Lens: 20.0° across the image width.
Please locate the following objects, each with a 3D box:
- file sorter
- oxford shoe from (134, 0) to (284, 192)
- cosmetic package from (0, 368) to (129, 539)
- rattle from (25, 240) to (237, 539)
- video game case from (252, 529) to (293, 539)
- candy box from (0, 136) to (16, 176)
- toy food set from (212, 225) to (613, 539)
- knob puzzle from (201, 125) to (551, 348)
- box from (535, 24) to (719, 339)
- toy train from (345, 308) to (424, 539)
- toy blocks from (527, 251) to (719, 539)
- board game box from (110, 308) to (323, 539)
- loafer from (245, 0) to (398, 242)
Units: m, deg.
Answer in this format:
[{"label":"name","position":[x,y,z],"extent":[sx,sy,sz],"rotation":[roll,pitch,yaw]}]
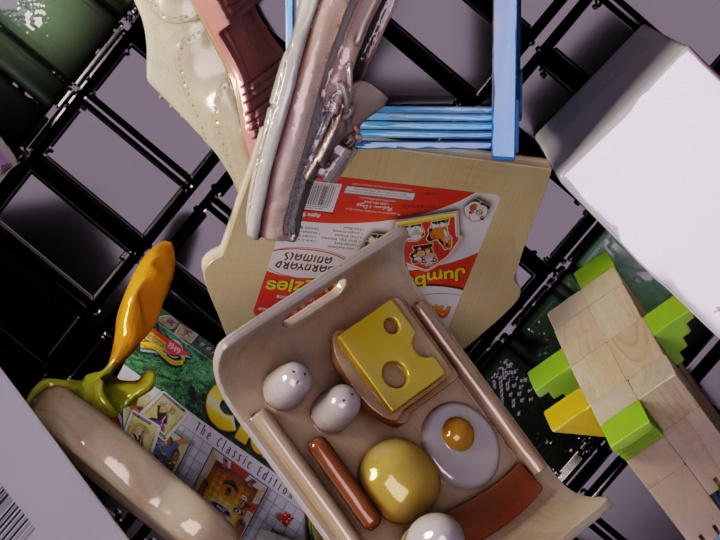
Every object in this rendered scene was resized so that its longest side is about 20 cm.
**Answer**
[{"label":"file sorter","position":[0.030,-0.143,1.130],"extent":[0.122,0.200,0.140],"rotation":[2,100,5]},{"label":"oxford shoe","position":[-0.082,-0.108,1.214],"extent":[0.073,0.071,0.201],"rotation":[-12,101,29]},{"label":"cosmetic package","position":[-0.263,0.119,1.141],"extent":[0.123,0.199,0.200],"rotation":[-51,128,-28]},{"label":"rattle","position":[-0.085,0.103,1.165],"extent":[0.199,0.131,0.143],"rotation":[31,59,27]},{"label":"video game case","position":[-0.011,0.273,1.204],"extent":[0.181,0.023,0.201],"rotation":[21,102,-4]},{"label":"candy box","position":[-0.334,-0.079,1.213],"extent":[0.199,0.072,0.168],"rotation":[-31,98,7]},{"label":"toy food set","position":[0.030,0.088,1.125],"extent":[0.143,0.060,0.201],"rotation":[-33,84,-30]},{"label":"knob puzzle","position":[0.000,0.000,1.209],"extent":[0.218,0.031,0.221],"rotation":[-8,132,-9]},{"label":"box","position":[0.178,-0.056,1.138],"extent":[0.124,0.200,0.098],"rotation":[43,99,-6]},{"label":"toy train","position":[0.013,0.112,1.164],"extent":[0.056,0.042,0.201],"rotation":[8,65,-8]},{"label":"toy blocks","position":[0.178,0.090,1.183],"extent":[0.100,0.200,0.137],"rotation":[-35,112,8]},{"label":"board game box","position":[-0.067,0.120,1.226],"extent":[0.199,0.023,0.105],"rotation":[34,111,14]},{"label":"loafer","position":[-0.007,-0.106,1.008],"extent":[0.062,0.072,0.201],"rotation":[14,98,-2]}]
